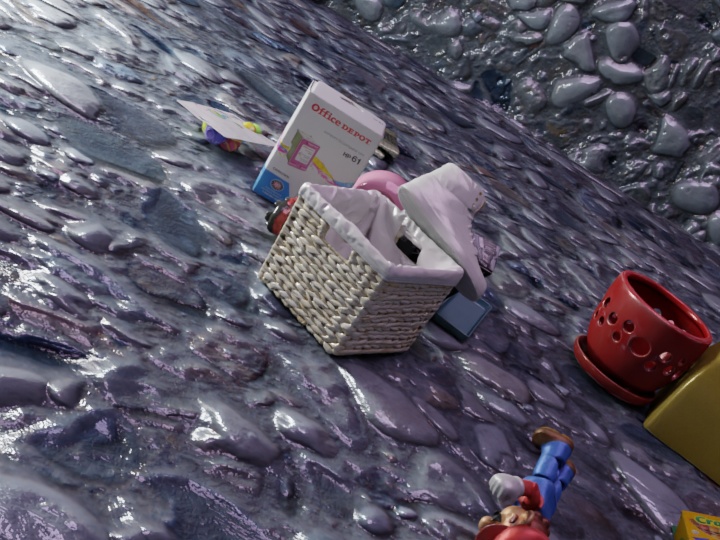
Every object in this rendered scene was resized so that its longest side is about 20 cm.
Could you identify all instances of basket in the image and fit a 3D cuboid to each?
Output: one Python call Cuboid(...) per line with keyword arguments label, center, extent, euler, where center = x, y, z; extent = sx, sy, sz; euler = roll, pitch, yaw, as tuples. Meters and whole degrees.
Cuboid(label="basket", center=(0.000, 0.000, 1.502), extent=(0.198, 0.161, 0.199), euler=(45, 24, 28))

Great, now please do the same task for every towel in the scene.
Cuboid(label="towel", center=(-0.002, -0.319, 2.412), extent=(0.199, 0.035, 0.193), euler=(27, 18, -10))

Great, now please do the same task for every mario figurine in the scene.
Cuboid(label="mario figurine", center=(0.182, 0.272, 1.245), extent=(0.124, 0.106, 0.200), euler=(50, 42, -9))

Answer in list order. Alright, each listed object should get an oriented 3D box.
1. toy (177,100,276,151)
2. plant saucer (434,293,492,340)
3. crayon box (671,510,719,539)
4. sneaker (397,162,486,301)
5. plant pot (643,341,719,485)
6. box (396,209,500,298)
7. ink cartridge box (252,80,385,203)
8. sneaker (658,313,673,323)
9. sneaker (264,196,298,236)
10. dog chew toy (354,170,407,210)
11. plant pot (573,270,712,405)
Cuboid(label="toy", center=(-0.234, -0.239, 1.852), extent=(0.115, 0.047, 0.200), euler=(36, 17, 17))
Cuboid(label="plant saucer", center=(0.173, 0.071, 1.805), extent=(0.070, 0.019, 0.200), euler=(36, 20, 8))
Cuboid(label="crayon box", center=(0.505, 0.397, 1.463), extent=(0.125, 0.052, 0.200), euler=(10, 20, 4))
Cuboid(label="sneaker", center=(0.154, -0.064, 1.568), extent=(0.115, 0.074, 0.201), euler=(-30, 87, -23))
Cuboid(label="plant pot", center=(0.646, 0.234, 1.885), extent=(0.195, 0.201, 0.194), euler=(36, 21, 11))
Cuboid(label="box", center=(0.104, -0.024, 1.689), extent=(0.157, 0.200, 0.050), euler=(28, 65, -14))
Cuboid(label="ink cartridge box", center=(-0.068, -0.190, 1.767), extent=(0.144, 0.201, 0.085), euler=(30, 20, -7))
Cuboid(label="sneaker", center=(0.623, 0.163, 2.148), extent=(0.075, 0.105, 0.201), euler=(23, 24, -30))
Cuboid(label="sneaker", center=(-0.062, -0.062, 1.675), extent=(0.200, 0.071, 0.098), euler=(9, 29, -51))
Cuboid(label="dog chew toy", center=(0.041, -0.120, 1.902), extent=(0.124, 0.125, 0.200), euler=(33, 13, 1))
Cuboid(label="plant pot", center=(0.501, 0.130, 1.922), extent=(0.200, 0.183, 0.201), euler=(29, 20, -12))
